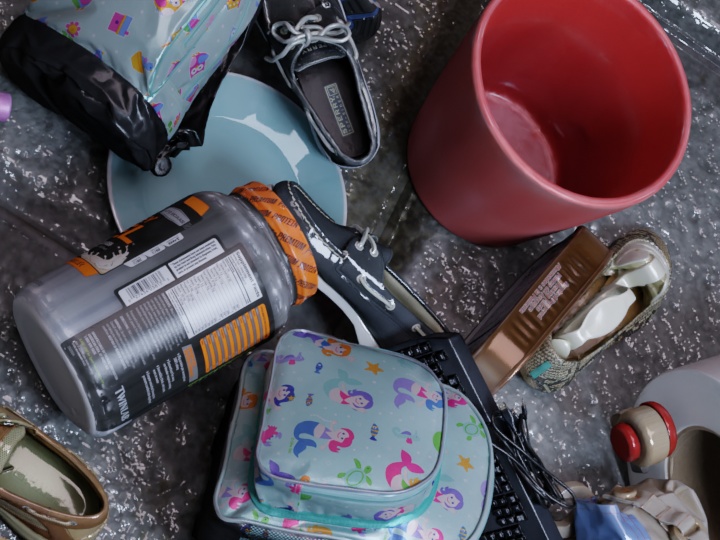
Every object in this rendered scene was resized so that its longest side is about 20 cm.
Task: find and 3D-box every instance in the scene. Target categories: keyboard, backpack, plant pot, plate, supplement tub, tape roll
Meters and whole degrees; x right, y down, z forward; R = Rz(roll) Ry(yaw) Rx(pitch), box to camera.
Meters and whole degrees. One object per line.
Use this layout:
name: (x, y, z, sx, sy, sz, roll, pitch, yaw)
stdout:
keyboard: (0.088, 0.140, 1.682, 0.200, 0.104, 0.040, 62, 31, -10)
backpack: (-0.155, -0.194, 1.665, 0.167, 0.127, 0.200, 35, 77, 10)
backpack: (-0.003, 0.145, 1.608, 0.199, 0.151, 0.178, 18, 48, -7)
plant pot: (0.137, -0.114, 1.785, 0.200, 0.177, 0.201, 9, 67, -22)
plate: (-0.105, -0.059, 1.735, 0.200, 0.026, 0.201, 9, 68, -22)
supplement tub: (-0.138, 0.023, 1.612, 0.200, 0.123, 0.123, -30, 86, -20)
tape roll: (0.324, 0.157, 1.759, 0.139, 0.203, 0.203, -15, 78, -29)

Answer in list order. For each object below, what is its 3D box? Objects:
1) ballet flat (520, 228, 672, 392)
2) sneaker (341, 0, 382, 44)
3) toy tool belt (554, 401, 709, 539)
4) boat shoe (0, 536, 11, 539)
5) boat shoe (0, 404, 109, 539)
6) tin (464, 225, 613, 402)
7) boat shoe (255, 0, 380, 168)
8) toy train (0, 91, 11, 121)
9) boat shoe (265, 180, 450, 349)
ballet flat: (0.207, 0.026, 1.825, 0.068, 0.075, 0.200, 49, 58, -1)
sneaker: (-0.060, -0.259, 1.804, 0.200, 0.076, 0.077, 37, 39, -20)
toy tool belt: (0.201, 0.212, 1.720, 0.123, 0.125, 0.201, -17, 96, -25)
boat shoe: (-0.279, 0.207, 1.523, 0.199, 0.069, 0.074, 10, 67, -22)
boat shoe: (-0.258, 0.122, 1.563, 0.200, 0.074, 0.076, 32, 60, -12)
tin: (0.124, 0.041, 1.758, 0.042, 0.112, 0.200, 42, 58, 1)
boat shoe: (-0.039, -0.172, 1.732, 0.073, 0.068, 0.200, -18, 95, -2)
toy train: (-0.336, -0.150, 1.640, 0.150, 0.056, 0.200, -21, 81, -31)
boat shoe: (0.000, 0.000, 1.704, 0.200, 0.060, 0.076, 51, 16, -30)
